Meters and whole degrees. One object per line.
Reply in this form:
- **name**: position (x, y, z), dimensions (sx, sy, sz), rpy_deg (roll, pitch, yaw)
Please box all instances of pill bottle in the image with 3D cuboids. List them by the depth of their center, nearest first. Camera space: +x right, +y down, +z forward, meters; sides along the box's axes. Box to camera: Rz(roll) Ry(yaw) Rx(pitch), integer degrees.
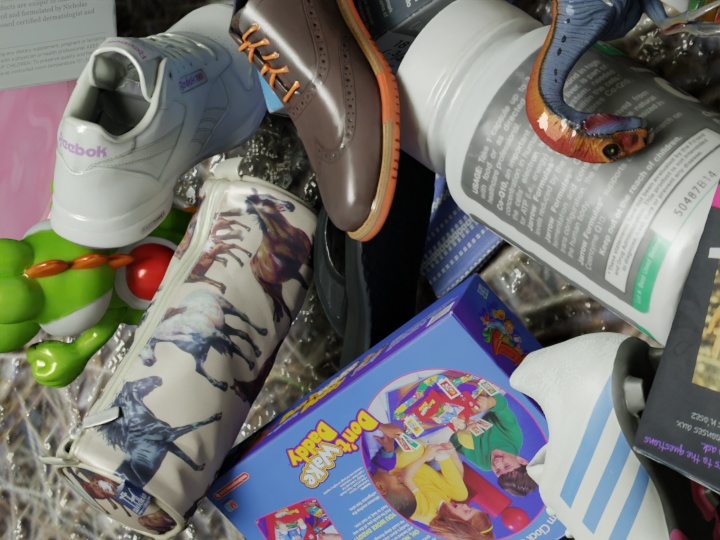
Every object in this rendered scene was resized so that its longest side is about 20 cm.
- **pill bottle**: position (0.116, -0.054, 1.510), dimensions (0.200, 0.113, 0.113), rpy_deg (35, 111, 29)

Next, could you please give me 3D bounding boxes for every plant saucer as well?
- **plant saucer**: position (-0.210, -0.069, 1.810), dimensions (0.201, 0.051, 0.201), rpy_deg (-21, 62, 46)

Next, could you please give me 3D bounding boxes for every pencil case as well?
- **pencil case**: position (-0.090, 0.042, 1.609), dimensions (0.078, 0.089, 0.200), rpy_deg (14, 71, 42)

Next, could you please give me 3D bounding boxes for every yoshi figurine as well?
- **yoshi figurine**: position (-0.158, 0.007, 1.691), dimensions (0.112, 0.200, 0.112), rpy_deg (45, 117, 30)

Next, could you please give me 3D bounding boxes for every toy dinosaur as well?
- **toy dinosaur**: position (0.128, -0.140, 1.470), dimensions (0.182, 0.105, 0.200), rpy_deg (-57, 20, -4)

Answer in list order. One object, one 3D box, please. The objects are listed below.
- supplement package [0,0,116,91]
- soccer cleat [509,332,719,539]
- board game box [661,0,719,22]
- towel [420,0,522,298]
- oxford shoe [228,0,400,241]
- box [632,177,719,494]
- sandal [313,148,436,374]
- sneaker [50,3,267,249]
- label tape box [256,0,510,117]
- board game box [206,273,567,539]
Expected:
- **supplement package**: position (-0.215, -0.210, 1.672), dimensions (0.117, 0.117, 0.200), rpy_deg (25, 122, 55)
- **soccer cleat**: position (0.133, 0.122, 1.502), dimensions (0.086, 0.070, 0.200), rpy_deg (-5, 111, 34)
- **board game box**: position (0.139, -0.207, 1.561), dimensions (0.200, 0.030, 0.096), rpy_deg (34, 111, 32)
- **towel**: position (0.040, -0.102, 1.648), dimensions (0.145, 0.024, 0.200), rpy_deg (-47, 64, 27)
- **oxford shoe**: position (-0.032, -0.105, 1.536), dimensions (0.071, 0.073, 0.200), rpy_deg (-48, 50, 50)
- **box**: position (0.229, 0.012, 1.418), dimensions (0.106, 0.122, 0.200), rpy_deg (27, 107, 35)
- **sandal**: position (-0.001, 0.001, 1.611), dimensions (0.048, 0.075, 0.200), rpy_deg (18, 118, 24)
- **sneaker**: position (-0.105, -0.098, 1.643), dimensions (0.075, 0.200, 0.100), rpy_deg (15, 132, 17)
- **label tape box**: position (0.019, -0.188, 1.603), dimensions (0.200, 0.063, 0.144), rpy_deg (-32, 64, 35)
- **board game box**: position (0.030, 0.109, 1.591), dimensions (0.200, 0.045, 0.134), rpy_deg (-36, 100, 33)
